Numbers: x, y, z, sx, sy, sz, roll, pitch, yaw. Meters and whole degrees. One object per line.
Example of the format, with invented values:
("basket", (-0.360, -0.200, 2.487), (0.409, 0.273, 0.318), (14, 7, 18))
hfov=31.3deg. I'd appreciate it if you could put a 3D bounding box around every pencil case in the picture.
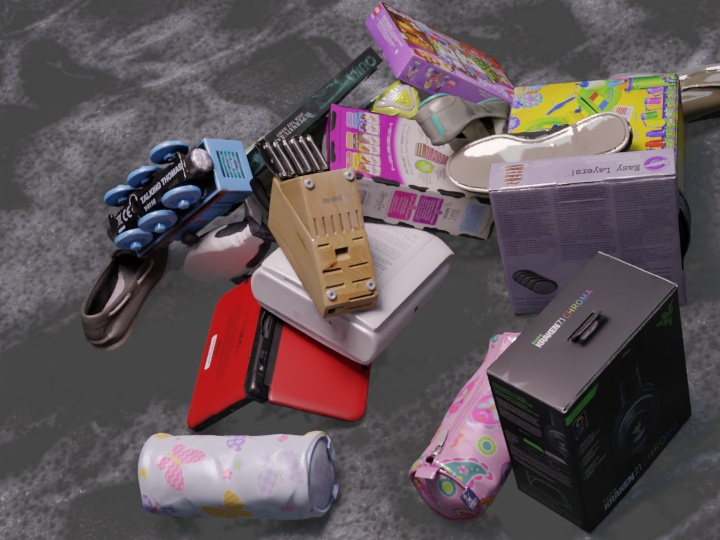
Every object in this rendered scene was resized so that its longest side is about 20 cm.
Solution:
("pencil case", (-0.125, 0.204, 1.302), (0.199, 0.083, 0.091), (-4, 51, 17))
("pencil case", (0.124, 0.152, 1.267), (0.087, 0.088, 0.200), (15, 52, 31))

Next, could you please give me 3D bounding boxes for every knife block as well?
("knife block", (-0.059, -0.051, 1.390), (0.064, 0.201, 0.175), (-12, 2, -23))

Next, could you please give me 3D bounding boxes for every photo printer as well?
("photo printer", (0.000, 0.000, 1.434), (0.166, 0.070, 0.200), (28, 44, 18))

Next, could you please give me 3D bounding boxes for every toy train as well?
("toy train", (-0.216, -0.083, 1.508), (0.200, 0.114, 0.087), (-35, 64, 41))

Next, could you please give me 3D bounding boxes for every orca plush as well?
("orca plush", (-0.150, -0.047, 1.516), (0.105, 0.200, 0.071), (25, 62, -7))

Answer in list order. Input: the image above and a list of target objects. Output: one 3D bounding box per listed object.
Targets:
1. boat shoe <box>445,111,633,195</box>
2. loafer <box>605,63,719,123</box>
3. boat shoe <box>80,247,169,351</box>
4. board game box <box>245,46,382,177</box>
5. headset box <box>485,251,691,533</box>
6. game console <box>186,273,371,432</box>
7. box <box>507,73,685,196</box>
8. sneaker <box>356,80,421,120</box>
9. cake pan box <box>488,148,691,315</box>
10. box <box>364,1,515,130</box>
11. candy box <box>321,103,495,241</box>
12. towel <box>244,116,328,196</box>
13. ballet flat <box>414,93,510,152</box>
("boat shoe", (0.193, -0.119, 1.374), (0.199, 0.057, 0.067), (-13, 79, 13))
("loafer", (0.390, -0.198, 1.548), (0.199, 0.075, 0.070), (-2, 57, 25))
("boat shoe", (-0.286, 0.008, 1.569), (0.067, 0.057, 0.200), (-1, 46, 19))
("board game box", (-0.069, -0.183, 1.558), (0.200, 0.028, 0.135), (-45, 6, -29))
("headset box", (0.217, 0.108, 1.193), (0.093, 0.200, 0.174), (27, 59, 38))
("game console", (-0.086, 0.098, 1.446), (0.172, 0.119, 0.200), (-32, 33, 34))
("box", (0.266, -0.109, 1.454), (0.192, 0.122, 0.200), (-2, 46, 18))
("sneaker", (0.045, -0.177, 1.632), (0.076, 0.105, 0.200), (-41, 9, -7))
("cake pan box", (0.243, -0.037, 1.343), (0.199, 0.185, 0.052), (-5, 45, 16))
("box", (0.111, -0.256, 1.623), (0.039, 0.200, 0.137), (-53, 37, 25))
("candy box", (0.056, -0.113, 1.478), (0.199, 0.061, 0.137), (10, 40, -8))
("towel", (-0.065, -0.138, 1.602), (0.152, 0.023, 0.200), (-39, 38, -22))
("ballet flat", (0.124, -0.157, 1.441), (0.067, 0.200, 0.064), (-34, 77, 27))
